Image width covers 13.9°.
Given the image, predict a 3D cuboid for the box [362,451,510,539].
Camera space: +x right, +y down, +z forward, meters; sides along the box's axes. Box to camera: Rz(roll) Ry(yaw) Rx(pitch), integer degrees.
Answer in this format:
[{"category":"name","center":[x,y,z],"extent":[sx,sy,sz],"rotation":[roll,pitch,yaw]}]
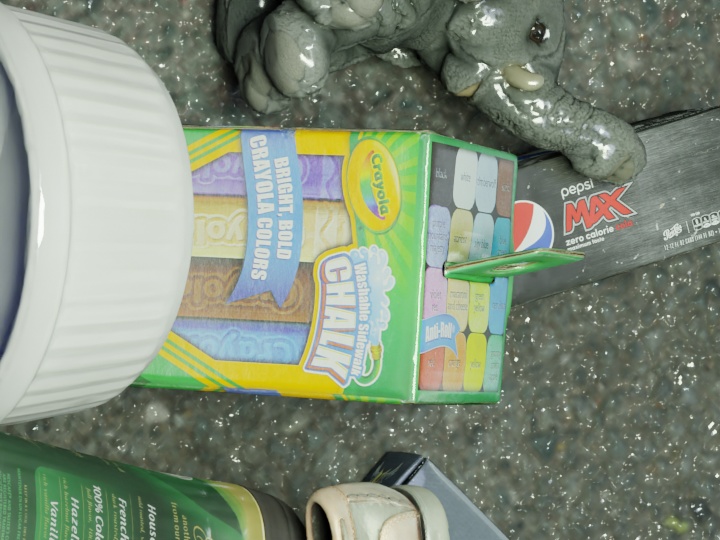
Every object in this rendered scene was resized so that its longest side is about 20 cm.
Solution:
[{"category":"box","center":[0.039,0.213,1.470],"extent":[0.200,0.051,0.158],"rotation":[47,73,-16]}]

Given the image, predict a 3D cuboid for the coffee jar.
[{"category":"coffee jar","center":[-0.121,0.127,1.290],"extent":[0.200,0.104,0.086],"rotation":[16,65,-40]}]

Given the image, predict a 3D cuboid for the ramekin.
[{"category":"ramekin","center":[-0.154,-0.024,1.315],"extent":[0.094,0.202,0.203],"rotation":[2,89,-35]}]

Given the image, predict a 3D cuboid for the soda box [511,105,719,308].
[{"category":"soda box","center":[0.100,-0.027,1.490],"extent":[0.200,0.063,0.071],"rotation":[-17,95,-23]}]

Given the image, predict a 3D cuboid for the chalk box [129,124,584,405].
[{"category":"chalk box","center":[0.000,0.000,1.361],"extent":[0.124,0.199,0.124],"rotation":[9,85,-67]}]

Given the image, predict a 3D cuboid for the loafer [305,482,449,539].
[{"category":"loafer","center":[-0.005,0.193,1.298],"extent":[0.063,0.072,0.201],"rotation":[9,80,-34]}]

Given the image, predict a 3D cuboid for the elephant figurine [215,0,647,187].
[{"category":"elephant figurine","center":[0.038,-0.136,1.434],"extent":[0.199,0.142,0.156],"rotation":[0,115,-22]}]
